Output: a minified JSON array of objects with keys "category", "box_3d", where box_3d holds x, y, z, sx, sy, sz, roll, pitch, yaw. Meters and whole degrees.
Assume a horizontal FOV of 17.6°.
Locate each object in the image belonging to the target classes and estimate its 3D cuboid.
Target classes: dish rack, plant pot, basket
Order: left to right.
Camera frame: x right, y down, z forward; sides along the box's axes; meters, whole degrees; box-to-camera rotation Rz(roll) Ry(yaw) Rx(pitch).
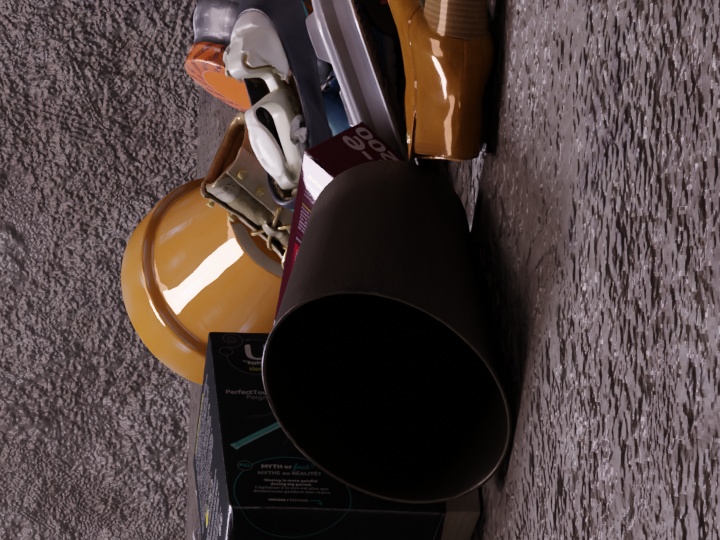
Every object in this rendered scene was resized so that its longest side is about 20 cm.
[{"category":"plant pot","box_3d":[-0.099,-0.015,2.147,0.183,0.199,0.201,137,136,-56]},{"category":"dish rack","box_3d":[-0.004,-0.154,1.753,0.172,0.043,0.201,-101,-8,-55]},{"category":"basket","box_3d":[0.019,0.027,1.522,0.136,0.180,0.200,-36,25,22]}]

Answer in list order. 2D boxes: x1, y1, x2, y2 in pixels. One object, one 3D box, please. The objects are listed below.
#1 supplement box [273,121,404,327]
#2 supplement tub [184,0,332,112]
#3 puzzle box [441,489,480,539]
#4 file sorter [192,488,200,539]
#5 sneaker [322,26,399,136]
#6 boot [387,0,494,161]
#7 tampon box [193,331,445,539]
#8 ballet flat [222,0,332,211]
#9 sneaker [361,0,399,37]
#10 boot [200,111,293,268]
[{"category":"supplement box","box_3d":[0.000,0.000,1.727,0.109,0.061,0.201,44,146,25]},{"category":"supplement tub","box_3d":[-0.056,-0.229,1.868,0.201,0.122,0.123,-63,4,-13]},{"category":"puzzle box","box_3d":[0.052,0.118,1.639,0.133,0.025,0.201,104,165,-53]},{"category":"file sorter","box_3d":[-0.094,0.268,2.207,0.139,0.124,0.201,-117,31,-70]},{"category":"sneaker","box_3d":[-0.016,-0.140,1.904,0.079,0.089,0.201,104,166,-51]},{"category":"boot","box_3d":[0.044,-0.150,1.604,0.201,0.070,0.145,-136,48,-72]},{"category":"tampon box","box_3d":[-0.033,0.151,1.612,0.200,0.149,0.127,-102,17,-55]},{"category":"ballet flat","box_3d":[-0.064,-0.137,1.753,0.073,0.073,0.201,150,106,-79]},{"category":"sneaker","box_3d":[0.032,-0.250,1.763,0.087,0.073,0.201,66,-165,-57]},{"category":"boot","box_3d":[-0.061,-0.024,1.880,0.073,0.155,0.201,-34,35,41]}]
